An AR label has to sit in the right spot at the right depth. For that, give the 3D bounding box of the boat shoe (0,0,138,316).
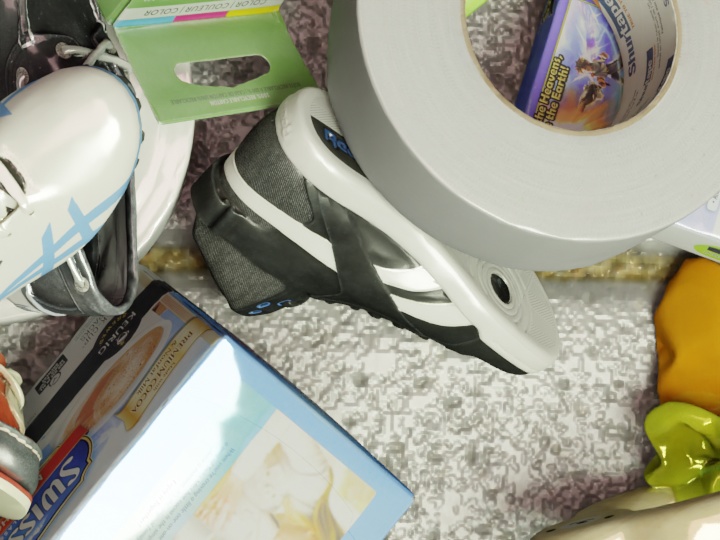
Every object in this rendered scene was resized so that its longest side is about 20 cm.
[{"bbox_3d":[-0.129,-0.077,0.787,0.067,0.072,0.202,5,102,36],"label":"boat shoe"}]

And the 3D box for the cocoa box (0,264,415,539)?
[{"bbox_3d":[-0.101,0.124,0.828,0.133,0.131,0.200,42,85,-27],"label":"cocoa box"}]

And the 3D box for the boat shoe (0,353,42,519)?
[{"bbox_3d":[-0.184,0.060,0.812,0.071,0.200,0.063,44,75,-25],"label":"boat shoe"}]

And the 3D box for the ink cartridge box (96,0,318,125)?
[{"bbox_3d":[-0.084,-0.172,0.841,0.103,0.059,0.201,-13,69,-43],"label":"ink cartridge box"}]

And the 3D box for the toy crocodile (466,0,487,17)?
[{"bbox_3d":[-0.004,-0.207,0.898,0.067,0.062,0.201,-34,93,-5],"label":"toy crocodile"}]

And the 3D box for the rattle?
[{"bbox_3d":[0.123,0.085,0.854,0.199,0.130,0.144,-11,103,-28],"label":"rattle"}]

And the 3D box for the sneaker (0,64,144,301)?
[{"bbox_3d":[-0.171,-0.011,0.737,0.199,0.072,0.072,-35,95,9],"label":"sneaker"}]

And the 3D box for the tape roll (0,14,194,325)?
[{"bbox_3d":[-0.179,-0.074,0.874,0.201,0.071,0.204,0,89,-6],"label":"tape roll"}]

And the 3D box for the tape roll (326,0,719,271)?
[{"bbox_3d":[0.086,-0.104,0.829,0.199,0.066,0.202,3,76,-14],"label":"tape roll"}]

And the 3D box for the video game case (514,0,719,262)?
[{"bbox_3d":[0.181,-0.111,0.912,0.180,0.045,0.201,19,79,-6],"label":"video game case"}]

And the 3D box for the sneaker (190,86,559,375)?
[{"bbox_3d":[0.000,0.000,0.898,0.112,0.073,0.200,-32,122,30],"label":"sneaker"}]
